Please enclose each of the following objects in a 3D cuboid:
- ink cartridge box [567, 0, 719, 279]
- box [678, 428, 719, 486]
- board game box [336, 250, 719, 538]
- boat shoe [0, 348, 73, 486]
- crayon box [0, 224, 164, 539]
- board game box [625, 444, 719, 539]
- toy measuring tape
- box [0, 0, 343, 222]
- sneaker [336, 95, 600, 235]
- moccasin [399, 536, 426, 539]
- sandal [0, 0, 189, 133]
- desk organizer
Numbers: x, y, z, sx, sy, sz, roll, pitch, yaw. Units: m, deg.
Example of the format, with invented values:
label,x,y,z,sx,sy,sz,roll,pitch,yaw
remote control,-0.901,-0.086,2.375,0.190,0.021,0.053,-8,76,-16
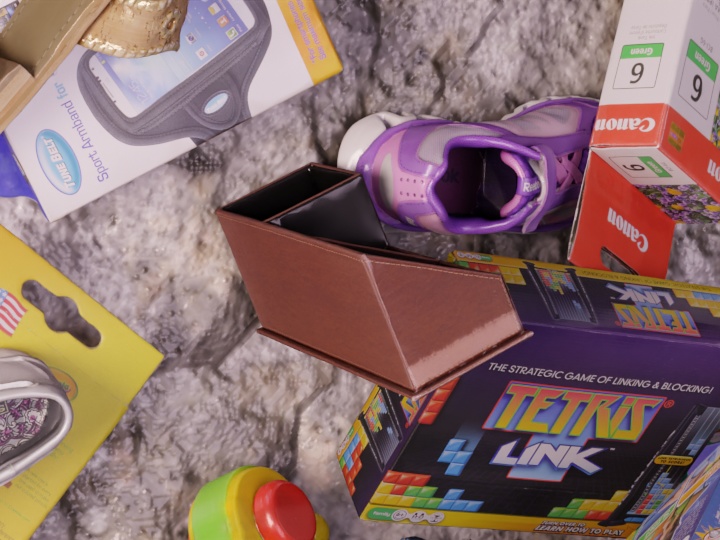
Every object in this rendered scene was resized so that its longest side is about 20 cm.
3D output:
label,x,y,z,sx,sy,sz,roll,pitch,yaw
ink cartridge box,0.184,-0.079,1.148,0.109,0.050,0.201,33,66,-47
box,0.248,0.194,1.279,0.117,0.048,0.201,-11,106,-24
board game box,0.110,0.077,1.138,0.199,0.057,0.166,7,131,-27
boat shoe,-0.230,0.099,0.949,0.199,0.068,0.072,-17,107,-23
crayon box,-0.210,0.085,1.024,0.127,0.051,0.200,42,80,-26
board game box,0.161,0.186,1.133,0.034,0.200,0.135,37,42,2
toy measuring tape,-0.082,0.144,1.068,0.200,0.073,0.074,-2,102,-56
box,-0.121,-0.113,1.025,0.199,0.041,0.119,-30,111,-11
sneaker,0.090,-0.054,1.130,0.199,0.088,0.081,-7,100,-28
moccasin,-0.009,0.244,1.140,0.068,0.080,0.201,24,87,-24
sandal,-0.121,-0.125,0.975,0.212,0.078,0.070,-45,131,3
desk organizer,0.000,0.000,1.032,0.072,0.200,0.077,-28,108,-19
